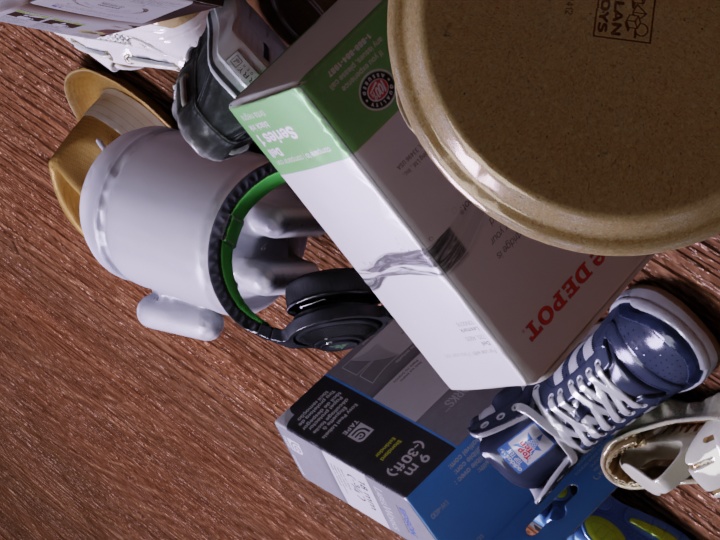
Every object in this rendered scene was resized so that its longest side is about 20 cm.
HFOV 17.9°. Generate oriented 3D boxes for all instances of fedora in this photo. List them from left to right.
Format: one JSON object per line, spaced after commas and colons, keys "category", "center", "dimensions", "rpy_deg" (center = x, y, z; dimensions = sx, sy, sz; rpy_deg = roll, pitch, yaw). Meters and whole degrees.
{"category": "fedora", "center": [-0.174, -0.059, 1.740], "dimensions": [0.200, 0.082, 0.201], "rpy_deg": [39, 158, 19]}

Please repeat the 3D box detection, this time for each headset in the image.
{"category": "headset", "center": [0.000, 0.000, 1.479], "dimensions": [0.199, 0.124, 0.094], "rpy_deg": [16, 174, 24]}

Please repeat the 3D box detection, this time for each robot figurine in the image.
{"category": "robot figurine", "center": [-0.116, -0.036, 1.599], "dimensions": [0.200, 0.170, 0.113], "rpy_deg": [19, -171, 35]}

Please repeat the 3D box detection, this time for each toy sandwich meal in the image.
{"category": "toy sandwich meal", "center": [0.108, -0.101, 0.931], "dimensions": [0.205, 0.205, 0.070], "rpy_deg": [45, 176, 3]}

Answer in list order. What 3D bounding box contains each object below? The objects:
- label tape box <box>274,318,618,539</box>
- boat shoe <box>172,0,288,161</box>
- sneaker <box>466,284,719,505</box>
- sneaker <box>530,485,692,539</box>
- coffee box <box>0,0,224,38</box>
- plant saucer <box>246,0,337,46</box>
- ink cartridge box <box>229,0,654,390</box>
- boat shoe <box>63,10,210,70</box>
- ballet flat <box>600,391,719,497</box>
{"category": "label tape box", "center": [0.064, 0.107, 1.491], "dimensions": [0.200, 0.144, 0.063], "rpy_deg": [26, 150, 43]}
{"category": "boat shoe", "center": [-0.076, -0.107, 1.279], "dimensions": [0.072, 0.071, 0.200], "rpy_deg": [47, -172, -6]}
{"category": "sneaker", "center": [0.132, 0.076, 1.344], "dimensions": [0.070, 0.108, 0.200], "rpy_deg": [47, 160, -4]}
{"category": "sneaker", "center": [0.147, 0.171, 1.552], "dimensions": [0.199, 0.071, 0.083], "rpy_deg": [39, 153, 10]}
{"category": "coffee box", "center": [-0.147, -0.204, 1.336], "dimensions": [0.080, 0.113, 0.200], "rpy_deg": [9, 177, -26]}
{"category": "plant saucer", "center": [-0.025, -0.155, 1.333], "dimensions": [0.200, 0.032, 0.200], "rpy_deg": [39, 159, 18]}
{"category": "ink cartridge box", "center": [0.053, -0.056, 1.187], "dimensions": [0.200, 0.146, 0.084], "rpy_deg": [53, 153, -16]}
{"category": "boat shoe", "center": [-0.160, -0.162, 1.506], "dimensions": [0.200, 0.071, 0.069], "rpy_deg": [22, 146, 49]}
{"category": "ballet flat", "center": [0.205, 0.108, 1.328], "dimensions": [0.067, 0.062, 0.200], "rpy_deg": [49, 160, -10]}
